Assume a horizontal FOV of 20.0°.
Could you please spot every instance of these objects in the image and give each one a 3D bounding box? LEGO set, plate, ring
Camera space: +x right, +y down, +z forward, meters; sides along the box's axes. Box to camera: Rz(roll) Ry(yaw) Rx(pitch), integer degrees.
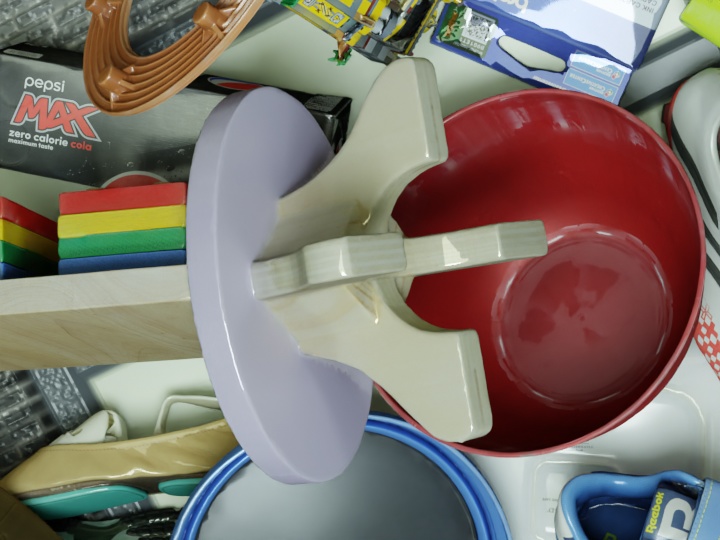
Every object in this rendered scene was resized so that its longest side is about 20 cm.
[{"bbox_3d":[0.033,-0.183,1.047,0.116,0.154,0.200,30,81,-25],"label":"LEGO set"},{"bbox_3d":[0.125,0.130,1.185,0.199,0.032,0.200,3,101,8],"label":"plate"},{"bbox_3d":[-0.089,-0.172,1.078,0.019,0.200,0.201,31,106,-31],"label":"ring"}]

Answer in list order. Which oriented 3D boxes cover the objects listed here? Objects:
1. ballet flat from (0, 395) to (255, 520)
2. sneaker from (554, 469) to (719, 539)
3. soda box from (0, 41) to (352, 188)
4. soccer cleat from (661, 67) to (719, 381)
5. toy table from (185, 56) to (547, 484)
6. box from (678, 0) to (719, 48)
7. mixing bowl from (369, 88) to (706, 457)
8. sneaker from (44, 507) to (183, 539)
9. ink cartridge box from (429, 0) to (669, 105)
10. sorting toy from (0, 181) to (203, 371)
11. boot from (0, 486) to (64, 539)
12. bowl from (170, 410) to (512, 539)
[{"bbox_3d":[-0.126,0.109,1.211,0.200,0.069,0.063,-7,73,7],"label":"ballet flat"},{"bbox_3d":[0.191,0.153,1.087,0.200,0.074,0.082,7,148,27],"label":"sneaker"},{"bbox_3d":[-0.110,-0.078,1.161,0.200,0.063,0.071,11,103,7],"label":"soda box"},{"bbox_3d":[0.214,-0.012,1.109,0.069,0.085,0.200,-14,97,-14],"label":"soccer cleat"},{"bbox_3d":[0.000,0.000,1.011,0.117,0.184,0.200,-11,99,35],"label":"toy table"},{"bbox_3d":[0.282,-0.126,1.068,0.200,0.048,0.122,39,105,22],"label":"box"},{"bbox_3d":[0.105,0.012,1.107,0.200,0.108,0.201,-8,71,24],"label":"mixing bowl"},{"bbox_3d":[-0.136,0.197,1.224,0.200,0.077,0.089,-3,111,16],"label":"sneaker"},{"bbox_3d":[0.125,-0.193,1.116,0.119,0.042,0.200,23,105,3],"label":"ink cartridge box"},{"bbox_3d":[-0.152,0.004,1.120,0.198,0.200,0.070,-5,80,13],"label":"sorting toy"},{"bbox_3d":[-0.205,0.227,1.172,0.200,0.072,0.155,41,114,1],"label":"boot"},{"bbox_3d":[-0.012,0.174,1.154,0.200,0.039,0.201,-1,100,-8],"label":"bowl"}]
